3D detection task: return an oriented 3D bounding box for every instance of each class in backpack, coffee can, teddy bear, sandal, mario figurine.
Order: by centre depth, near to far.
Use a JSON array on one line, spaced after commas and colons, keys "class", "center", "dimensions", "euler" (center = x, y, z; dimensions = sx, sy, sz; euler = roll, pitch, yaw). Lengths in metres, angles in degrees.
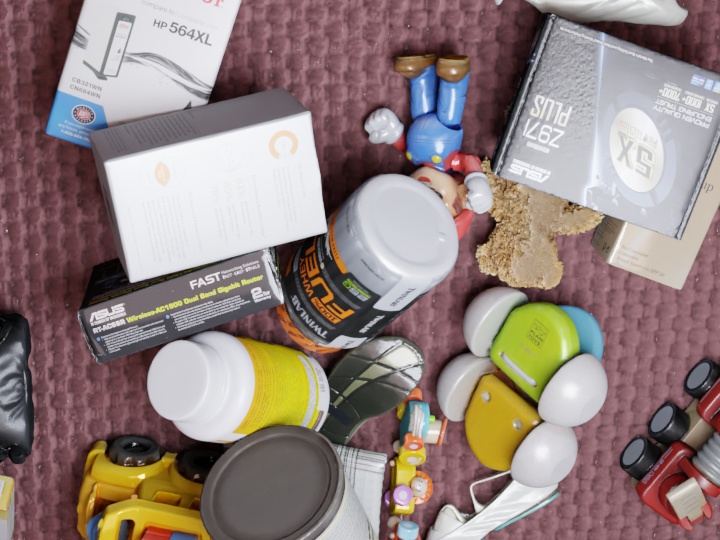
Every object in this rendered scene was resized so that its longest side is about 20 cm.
[{"class": "coffee can", "center": [-0.058, 0.274, 1.367], "dimensions": [0.145, 0.147, 0.201], "euler": [-22, 133, 1]}, {"class": "mario figurine", "center": [0.070, -0.116, 1.388], "dimensions": [0.105, 0.123, 0.202], "euler": [-7, 104, -16]}, {"class": "backpack", "center": [-0.439, 0.125, 1.402], "dimensions": [0.198, 0.127, 0.169], "euler": [-3, 84, -9]}, {"class": "teddy bear", "center": [0.185, -0.084, 1.442], "dimensions": [0.144, 0.067, 0.202], "euler": [-8, 101, -12]}, {"class": "sandal", "center": [-0.011, 0.136, 1.490], "dimensions": [0.080, 0.057, 0.201], "euler": [45, 116, -5]}]

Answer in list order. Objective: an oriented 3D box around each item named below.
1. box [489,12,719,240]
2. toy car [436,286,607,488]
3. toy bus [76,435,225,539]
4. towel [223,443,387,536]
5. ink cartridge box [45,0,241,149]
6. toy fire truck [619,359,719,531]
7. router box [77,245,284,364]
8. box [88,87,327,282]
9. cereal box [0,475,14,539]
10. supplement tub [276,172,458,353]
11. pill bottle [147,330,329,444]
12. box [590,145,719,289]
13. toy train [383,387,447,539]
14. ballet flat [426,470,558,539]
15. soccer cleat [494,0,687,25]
[{"class": "box", "center": [0.246, -0.144, 1.341], "dimensions": [0.198, 0.086, 0.165], "euler": [20, 103, 0]}, {"class": "toy car", "center": [0.191, 0.118, 1.455], "dimensions": [0.149, 0.175, 0.201], "euler": [-11, 131, -41]}, {"class": "toy bus", "center": [-0.218, 0.278, 1.431], "dimensions": [0.198, 0.192, 0.137], "euler": [10, 109, 6]}, {"class": "towel", "center": [-0.071, 0.279, 1.506], "dimensions": [0.191, 0.035, 0.202], "euler": [9, 108, 10]}, {"class": "ink cartridge box", "center": [-0.212, -0.214, 1.346], "dimensions": [0.145, 0.084, 0.201], "euler": [17, 106, -10]}, {"class": "toy fire truck", "center": [0.373, 0.202, 1.467], "dimensions": [0.128, 0.200, 0.176], "euler": [36, 101, -15]}, {"class": "router box", "center": [-0.178, 0.014, 1.384], "dimensions": [0.198, 0.150, 0.063], "euler": [-19, 107, 1]}, {"class": "box", "center": [-0.145, -0.085, 1.307], "dimensions": [0.198, 0.098, 0.125], "euler": [-15, 116, -14]}, {"class": "cereal box", "center": [-0.435, 0.248, 1.423], "dimensions": [0.143, 0.200, 0.040], "euler": [12, 62, -8]}, {"class": "supplement tub", "center": [0.000, 0.000, 1.372], "dimensions": [0.122, 0.123, 0.200], "euler": [31, 140, -13]}, {"class": "pill bottle", "center": [-0.125, 0.122, 1.393], "dimensions": [0.108, 0.200, 0.110], "euler": [-7, 76, 30]}, {"class": "box", "center": [0.329, -0.094, 1.437], "dimensions": [0.094, 0.078, 0.202], "euler": [18, 104, -9]}, {"class": "toy train", "center": [0.066, 0.231, 1.476], "dimensions": [0.055, 0.150, 0.202], "euler": [6, 103, -8]}, {"class": "ballet flat", "center": [0.130, 0.278, 1.546], "dimensions": [0.199, 0.069, 0.070], "euler": [-35, 107, 1]}, {"class": "soccer cleat", "center": [0.231, -0.277, 1.383], "dimensions": [0.198, 0.069, 0.078], "euler": [18, 110, -3]}]
